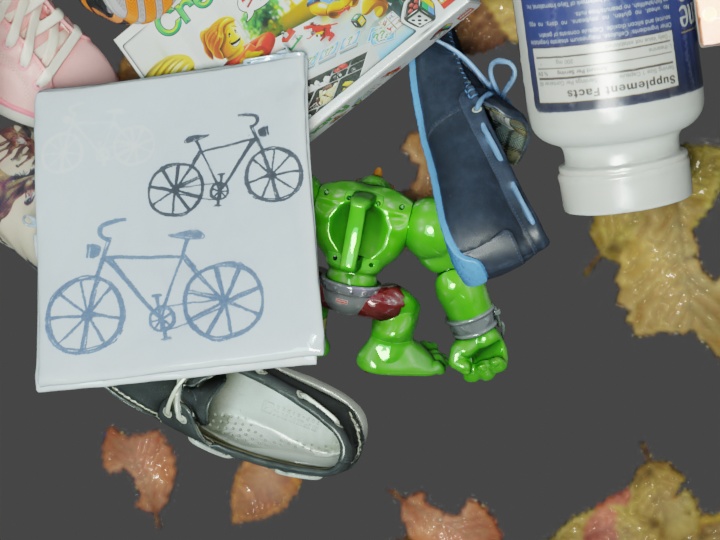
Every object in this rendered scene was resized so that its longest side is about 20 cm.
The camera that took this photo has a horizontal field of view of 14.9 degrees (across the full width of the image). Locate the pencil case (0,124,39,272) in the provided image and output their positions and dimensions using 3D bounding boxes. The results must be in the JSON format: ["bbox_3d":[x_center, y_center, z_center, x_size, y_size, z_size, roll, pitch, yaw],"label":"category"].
[{"bbox_3d":[-0.172,-0.013,1.759,0.200,0.089,0.078,36,86,22],"label":"pencil case"}]

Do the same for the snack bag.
[{"bbox_3d":[-0.117,-0.031,1.688,0.188,0.021,0.201,-8,75,14],"label":"snack bag"}]

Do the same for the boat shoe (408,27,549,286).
[{"bbox_3d":[0.076,-0.076,1.707,0.068,0.084,0.200,-17,59,8],"label":"boat shoe"}]

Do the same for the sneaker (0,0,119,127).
[{"bbox_3d":[-0.230,-0.167,1.742,0.200,0.075,0.105,36,149,-9],"label":"sneaker"}]

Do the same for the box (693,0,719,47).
[{"bbox_3d":[0.255,-0.246,1.668,0.124,0.097,0.201,-7,100,9],"label":"box"}]

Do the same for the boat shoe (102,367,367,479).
[{"bbox_3d":[-0.092,0.082,1.807,0.199,0.060,0.076,16,103,6],"label":"boat shoe"}]

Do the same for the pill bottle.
[{"bbox_3d":[0.153,-0.140,1.698,0.111,0.111,0.201,-7,100,10],"label":"pill bottle"}]

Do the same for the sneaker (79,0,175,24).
[{"bbox_3d":[-0.174,-0.253,1.706,0.077,0.112,0.201,-13,106,-32],"label":"sneaker"}]

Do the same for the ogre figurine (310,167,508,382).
[{"bbox_3d":[0.000,0.000,1.757,0.200,0.098,0.120,19,113,23],"label":"ogre figurine"}]

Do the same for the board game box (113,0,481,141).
[{"bbox_3d":[-0.040,-0.155,1.712,0.200,0.035,0.126,-38,81,13],"label":"board game box"}]
